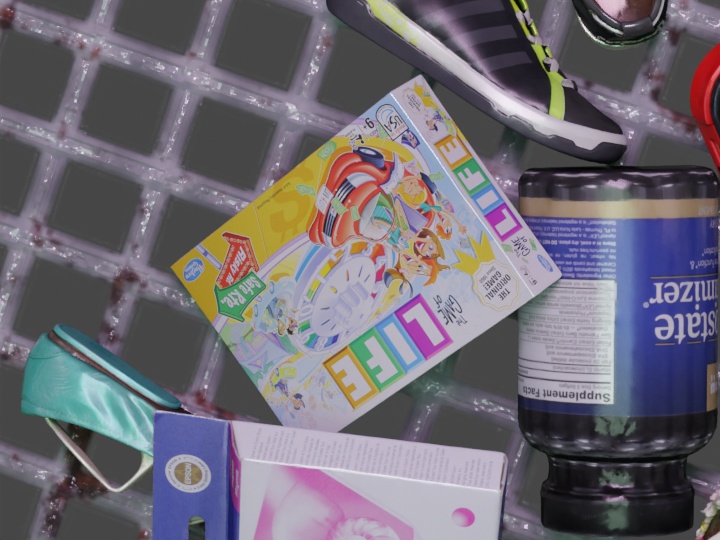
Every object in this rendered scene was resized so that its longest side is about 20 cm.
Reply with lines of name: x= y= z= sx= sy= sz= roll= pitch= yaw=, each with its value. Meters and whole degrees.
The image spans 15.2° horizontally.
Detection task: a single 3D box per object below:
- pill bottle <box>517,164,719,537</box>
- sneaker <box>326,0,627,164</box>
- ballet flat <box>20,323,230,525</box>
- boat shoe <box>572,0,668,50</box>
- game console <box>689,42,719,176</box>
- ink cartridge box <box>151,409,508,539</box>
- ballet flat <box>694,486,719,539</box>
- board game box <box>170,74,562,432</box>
pill bottle: x=0.142 y=0.043 z=1.490 sx=0.112 sy=0.112 sz=0.200 roll=0 pitch=94 yaw=6
sneaker: x=0.073 y=-0.135 z=1.507 sx=0.200 sy=0.072 sz=0.083 roll=33 pitch=95 yaw=4
ballet flat: x=-0.109 y=0.105 z=1.546 sx=0.200 sy=0.067 sz=0.070 roll=28 pitch=96 yaw=10
boat shoe: x=0.123 y=-0.221 z=1.500 sx=0.072 sy=0.068 sz=0.200 roll=-20 pitch=89 yaw=9
game console: x=0.290 y=-0.062 z=1.480 sx=0.177 sy=0.031 sz=0.200 roll=-27 pitch=109 yaw=-1
ink cartridge box: x=-0.024 y=0.178 z=1.509 sx=0.200 sy=0.043 sz=0.197 roll=6 pitch=123 yaw=5
ballet flat: x=0.191 y=0.188 z=1.485 sx=0.076 sy=0.064 sz=0.200 roll=31 pitch=122 yaw=28
board game box: x=0.000 y=0.000 z=1.493 sx=0.200 sy=0.034 sz=0.135 roll=-37 pitch=88 yaw=38
